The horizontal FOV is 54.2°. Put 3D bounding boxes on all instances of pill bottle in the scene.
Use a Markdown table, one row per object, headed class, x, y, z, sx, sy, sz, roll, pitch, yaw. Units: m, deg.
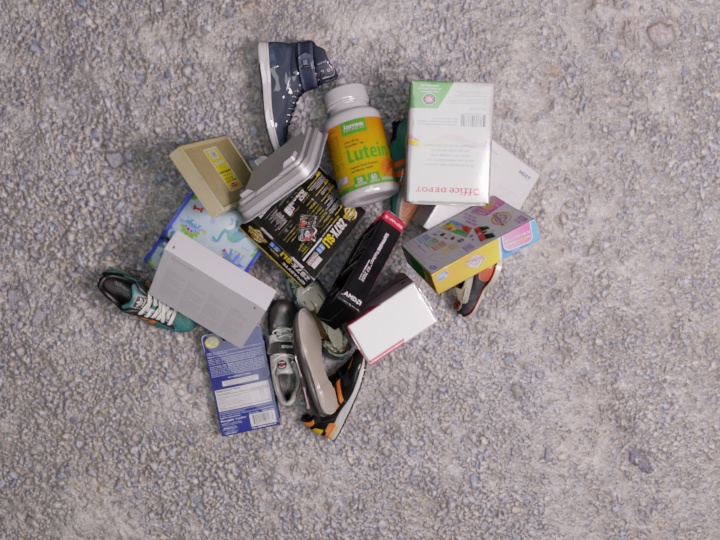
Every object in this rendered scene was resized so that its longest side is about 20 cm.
| class | x | y | z | sx | sy | sz | roll | pitch | yaw |
| --- | --- | --- | --- | --- | --- | --- | --- | --- | --- |
| pill bottle | -0.005 | -0.226 | 1.274 | 0.109 | 0.111 | 0.204 | -14 | 85 | -2 |

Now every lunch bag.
| class | x | y | z | sx | sy | sz | roll | pitch | yaw |
| --- | --- | --- | --- | --- | --- | --- | --- | --- | --- |
| lunch bag | -0.280 | -0.043 | 1.288 | 0.169 | 0.128 | 0.201 | 37 | 109 | -13 |

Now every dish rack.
| class | x | y | z | sx | sy | sz | roll | pitch | yaw |
| --- | --- | --- | --- | --- | --- | --- | --- | --- | --- |
| dish rack | -0.138 | -0.174 | 1.197 | 0.170 | 0.201 | 0.044 | -32 | 115 | 19 |

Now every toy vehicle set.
| class | x | y | z | sx | sy | sz | roll | pitch | yaw |
| --- | --- | --- | --- | --- | --- | --- | --- | --- | --- |
| toy vehicle set | -0.244 | -0.168 | 1.230 | 0.026 | 0.200 | 0.125 | -32 | 96 | 19 |

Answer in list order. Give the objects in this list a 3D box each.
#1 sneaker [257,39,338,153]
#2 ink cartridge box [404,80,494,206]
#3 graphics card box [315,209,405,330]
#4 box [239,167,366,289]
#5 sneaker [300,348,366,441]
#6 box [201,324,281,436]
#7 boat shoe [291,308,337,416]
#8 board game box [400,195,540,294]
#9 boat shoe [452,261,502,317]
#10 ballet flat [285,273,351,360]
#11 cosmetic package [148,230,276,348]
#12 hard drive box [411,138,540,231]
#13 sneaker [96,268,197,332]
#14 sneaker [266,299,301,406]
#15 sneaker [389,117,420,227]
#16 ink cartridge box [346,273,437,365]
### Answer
| class | x | y | z | sx | sy | sz | roll | pitch | yaw |
| --- | --- | --- | --- | --- | --- | --- | --- | --- | --- |
| sneaker | -0.108 | -0.316 | 1.284 | 0.143 | 0.077 | 0.207 | -5 | 100 | -4 |
| ink cartridge box | 0.150 | -0.214 | 1.208 | 0.142 | 0.088 | 0.205 | 2 | 94 | 1 |
| graphics card box | 0.000 | 0.000 | 1.265 | 0.050 | 0.125 | 0.202 | 35 | 61 | -9 |
| box | -0.100 | -0.092 | 1.268 | 0.159 | 0.049 | 0.201 | 43 | 52 | -10 |
| sneaker | -0.053 | 0.231 | 1.347 | 0.088 | 0.070 | 0.203 | 21 | 111 | -2 |
| box | -0.230 | 0.210 | 1.364 | 0.118 | 0.032 | 0.205 | -10 | 99 | -3 |
| boat shoe | -0.099 | 0.174 | 1.302 | 0.056 | 0.067 | 0.204 | -15 | 91 | 29 |
| board game box | 0.184 | -0.049 | 1.206 | 0.197 | 0.153 | 0.041 | -27 | 116 | -5 |
| boat shoe | 0.203 | 0.023 | 1.303 | 0.061 | 0.201 | 0.072 | 14 | 61 | -2 |
| ballet flat | -0.074 | 0.080 | 1.339 | 0.073 | 0.074 | 0.202 | -32 | 100 | 1 |
| cosmetic package | -0.262 | 0.038 | 1.232 | 0.198 | 0.151 | 0.052 | 32 | 51 | -8 |
| hard drive box | 0.215 | -0.137 | 1.314 | 0.154 | 0.077 | 0.202 | 30 | 95 | -19 |
| sneaker | -0.395 | 0.062 | 1.299 | 0.197 | 0.080 | 0.072 | 26 | 92 | -8 |
| sneaker | -0.139 | 0.159 | 1.337 | 0.072 | 0.089 | 0.205 | -6 | 96 | -2 |
| sneaker | 0.081 | -0.185 | 1.323 | 0.070 | 0.079 | 0.204 | -12 | 119 | -40 |
| ink cartridge box | 0.051 | 0.082 | 1.283 | 0.144 | 0.200 | 0.086 | -33 | 93 | 1 |
